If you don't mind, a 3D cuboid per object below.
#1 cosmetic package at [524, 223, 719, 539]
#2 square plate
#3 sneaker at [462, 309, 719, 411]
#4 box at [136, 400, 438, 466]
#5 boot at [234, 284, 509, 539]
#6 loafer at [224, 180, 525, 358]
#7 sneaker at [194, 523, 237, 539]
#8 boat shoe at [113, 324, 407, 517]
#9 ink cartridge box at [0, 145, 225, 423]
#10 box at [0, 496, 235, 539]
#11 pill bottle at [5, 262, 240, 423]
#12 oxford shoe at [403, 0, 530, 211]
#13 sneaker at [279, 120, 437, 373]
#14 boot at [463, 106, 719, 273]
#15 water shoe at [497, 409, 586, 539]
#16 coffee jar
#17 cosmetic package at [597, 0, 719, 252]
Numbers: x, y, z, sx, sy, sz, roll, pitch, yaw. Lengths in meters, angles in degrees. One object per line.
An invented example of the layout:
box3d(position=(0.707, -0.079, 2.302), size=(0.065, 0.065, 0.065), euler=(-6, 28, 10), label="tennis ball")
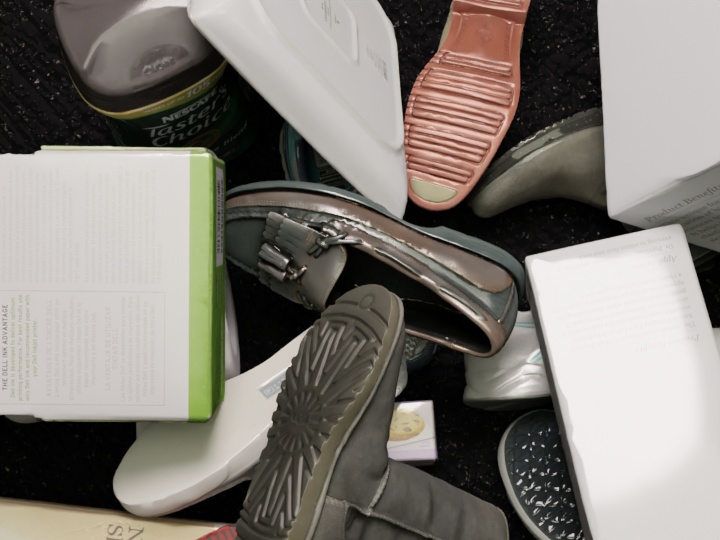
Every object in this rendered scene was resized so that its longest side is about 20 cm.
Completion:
box3d(position=(0.165, 0.083, 0.731), size=(0.100, 0.074, 0.203), euler=(-11, 69, 5), label="cosmetic package")
box3d(position=(-0.029, -0.155, 0.770), size=(0.028, 0.198, 0.202), euler=(-28, 41, 25), label="square plate")
box3d(position=(0.163, 0.044, 0.816), size=(0.197, 0.071, 0.082), euler=(-4, 75, 0), label="sneaker")
box3d(position=(-0.048, 0.113, 0.816), size=(0.196, 0.039, 0.042), euler=(-3, 75, 0), label="box")
box3d(position=(0.031, 0.125, 0.740), size=(0.199, 0.072, 0.184), euler=(29, 85, -37), label="boot")
box3d(position=(0.000, 0.000, 0.741), size=(0.197, 0.073, 0.063), euler=(14, 44, 5), label="loafer")
box3d(position=(-0.126, 0.210, 0.687), size=(0.199, 0.098, 0.071), euler=(-33, 78, -7), label="sneaker")
box3d(position=(-0.056, 0.097, 0.767), size=(0.199, 0.069, 0.072), euler=(-36, 40, -17), label="boat shoe")
box3d(position=(-0.178, 0.006, 0.704), size=(0.196, 0.076, 0.151), euler=(1, 92, -1), label="ink cartridge box")
box3d(position=(-0.152, 0.198, 0.779), size=(0.196, 0.078, 0.097), euler=(5, 78, 2), label="box")
box3d(position=(-0.182, 0.037, 0.797), size=(0.196, 0.111, 0.113), euler=(-10, 78, -1), label="pill bottle")
box3d(position=(0.077, -0.127, 0.849), size=(0.070, 0.074, 0.203), euler=(19, 75, 6), label="oxford shoe")
box3d(position=(-0.007, -0.026, 0.823), size=(0.077, 0.086, 0.202), euler=(-24, 78, -4), label="sneaker")
box3d(position=(0.179, -0.046, 0.840), size=(0.198, 0.068, 0.132), euler=(-24, 84, -3), label="boot")
box3d(position=(0.153, 0.179, 0.787), size=(0.071, 0.079, 0.201), euler=(-30, 54, -9), label="water shoe")
box3d(position=(-0.125, -0.125, 0.787), size=(0.103, 0.200, 0.086), euler=(-24, 78, -4), label="coffee jar")
box3d(position=(0.273, -0.110, 0.751), size=(0.197, 0.167, 0.169), euler=(14, 67, -29), label="cosmetic package")
